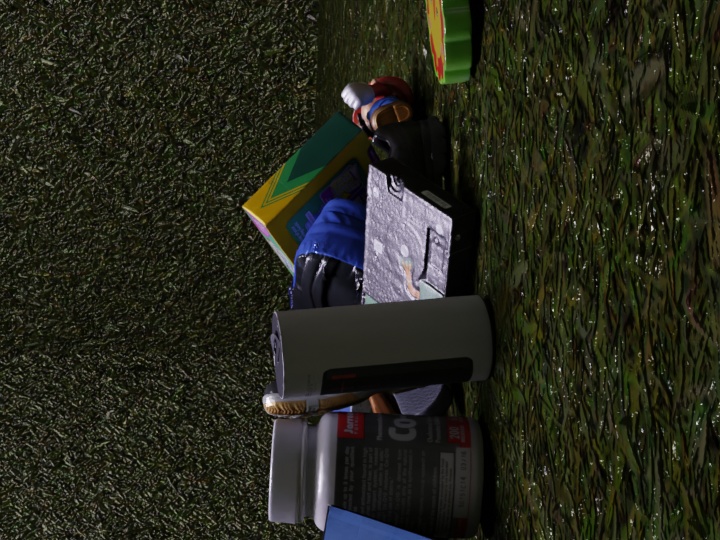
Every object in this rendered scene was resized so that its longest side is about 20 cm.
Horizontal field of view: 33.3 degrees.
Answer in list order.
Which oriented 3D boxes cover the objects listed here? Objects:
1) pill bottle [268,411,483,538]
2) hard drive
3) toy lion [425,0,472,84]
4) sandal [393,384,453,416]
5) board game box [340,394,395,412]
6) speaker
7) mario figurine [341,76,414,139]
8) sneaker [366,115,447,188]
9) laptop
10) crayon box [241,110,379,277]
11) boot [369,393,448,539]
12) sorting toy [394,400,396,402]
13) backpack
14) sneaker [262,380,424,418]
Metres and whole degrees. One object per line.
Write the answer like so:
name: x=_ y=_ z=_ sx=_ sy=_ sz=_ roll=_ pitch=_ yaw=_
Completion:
pill bottle: x=0.014 y=0.194 z=1.150 sx=0.114 sy=0.197 sz=0.116 roll=-177 pitch=90 yaw=-89
hard drive: x=0.057 y=0.001 z=1.246 sx=0.139 sy=0.037 sz=0.202 roll=36 pitch=134 yaw=43
toy lion: x=0.081 y=-0.291 z=1.194 sx=0.201 sy=0.068 sz=0.194 roll=-98 pitch=2 yaw=-55
sandal: x=0.065 y=0.125 z=1.345 sx=0.043 sy=0.076 sz=0.201 roll=47 pitch=-167 yaw=-20
board game box: x=0.006 y=0.180 z=1.632 sx=0.199 sy=0.043 sz=0.203 roll=-37 pitch=-47 yaw=-61
speaker: x=0.017 y=0.069 z=1.108 sx=0.081 sy=0.197 sz=0.083 roll=176 pitch=90 yaw=-79
mario figurine: x=0.026 y=-0.178 z=1.516 sx=0.200 sy=0.104 sz=0.125 roll=-114 pitch=22 yaw=-72
sneaker: x=0.052 y=-0.070 z=1.322 sx=0.076 sy=0.089 sz=0.203 roll=111 pitch=156 yaw=-70
laptop: x=0.047 y=0.321 z=1.099 sx=0.188 sy=0.114 sz=0.202 roll=98 pitch=156 yaw=-61
crayon box: x=-0.040 y=-0.077 z=1.553 sx=0.058 sy=0.172 sz=0.200 roll=40 pitch=170 yaw=35
boot: x=0.040 y=0.175 z=1.327 sx=0.189 sy=0.068 sz=0.201 roll=53 pitch=-168 yaw=-44
sorting toy: x=0.058 y=0.305 z=1.632 sx=0.201 sy=0.036 sz=0.187 roll=-90 pitch=3 yaw=-53
backpack: x=0.000 y=0.000 z=1.467 sx=0.201 sy=0.160 sz=0.169 roll=88 pitch=-158 yaw=-58
sneaker: x=-0.006 y=0.087 z=1.181 sx=0.076 sy=0.197 sz=0.089 roll=137 pitch=118 yaw=-73
